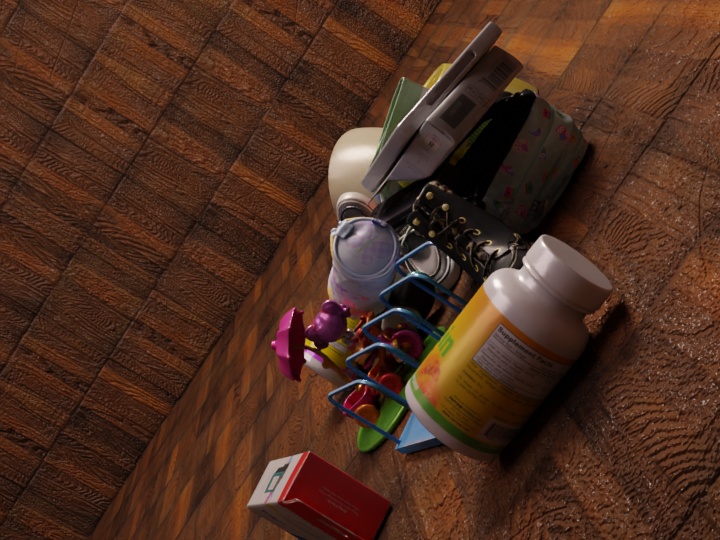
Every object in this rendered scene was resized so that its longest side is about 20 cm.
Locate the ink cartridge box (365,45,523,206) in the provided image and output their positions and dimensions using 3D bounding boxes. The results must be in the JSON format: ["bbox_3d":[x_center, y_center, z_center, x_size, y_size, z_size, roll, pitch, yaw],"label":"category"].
[{"bbox_3d":[0.098,-0.159,1.395,0.163,0.057,0.200,-50,-5,-34],"label":"ink cartridge box"}]

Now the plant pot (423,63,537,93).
[{"bbox_3d":[0.156,-0.236,1.799,0.200,0.142,0.200,-55,11,15],"label":"plant pot"}]

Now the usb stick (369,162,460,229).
[{"bbox_3d":[0.062,-0.082,1.418,0.056,0.033,0.200,-64,16,-21],"label":"usb stick"}]

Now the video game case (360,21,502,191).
[{"bbox_3d":[0.082,-0.192,1.404,0.182,0.023,0.200,-49,0,-18],"label":"video game case"}]

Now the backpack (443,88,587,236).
[{"bbox_3d":[0.177,-0.116,1.412,0.200,0.126,0.167,-57,22,-3],"label":"backpack"}]

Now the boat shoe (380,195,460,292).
[{"bbox_3d":[0.072,-0.047,1.638,0.072,0.071,0.200,-44,44,14],"label":"boat shoe"}]

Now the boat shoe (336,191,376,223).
[{"bbox_3d":[0.009,-0.022,1.819,0.074,0.200,0.093,-9,41,21],"label":"boat shoe"}]

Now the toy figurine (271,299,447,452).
[{"bbox_3d":[-0.018,0.105,1.498,0.200,0.184,0.150,-53,12,22],"label":"toy figurine"}]

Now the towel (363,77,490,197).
[{"bbox_3d":[0.109,-0.150,1.559,0.023,0.199,0.153,21,92,60],"label":"towel"}]

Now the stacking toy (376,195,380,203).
[{"bbox_3d":[0.093,-0.061,1.740,0.110,0.116,0.200,-28,39,15],"label":"stacking toy"}]

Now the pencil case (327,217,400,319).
[{"bbox_3d":[0.000,0.000,1.491,0.200,0.090,0.083,95,-161,-72],"label":"pencil case"}]

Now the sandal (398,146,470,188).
[{"bbox_3d":[0.143,-0.115,1.531,0.199,0.087,0.079,-16,16,-16],"label":"sandal"}]

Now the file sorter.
[{"bbox_3d":[0.069,0.086,1.330,0.200,0.122,0.139,-62,12,-23],"label":"file sorter"}]

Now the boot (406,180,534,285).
[{"bbox_3d":[0.116,-0.024,1.230,0.074,0.153,0.204,-58,-5,15],"label":"boot"}]

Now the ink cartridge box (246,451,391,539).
[{"bbox_3d":[-0.044,0.268,1.337,0.067,0.116,0.200,-61,12,-21],"label":"ink cartridge box"}]

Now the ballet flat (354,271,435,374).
[{"bbox_3d":[0.047,0.083,1.613,0.200,0.068,0.069,125,161,-47],"label":"ballet flat"}]

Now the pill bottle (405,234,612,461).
[{"bbox_3d":[0.140,0.069,1.084,0.200,0.111,0.111,-54,11,18],"label":"pill bottle"}]

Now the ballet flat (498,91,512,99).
[{"bbox_3d":[0.179,-0.156,1.662,0.201,0.068,0.068,-66,17,11],"label":"ballet flat"}]

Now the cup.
[{"bbox_3d":[0.066,-0.146,1.908,0.143,0.200,0.201,-8,43,38],"label":"cup"}]

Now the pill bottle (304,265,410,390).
[{"bbox_3d":[-0.005,0.072,1.748,0.200,0.104,0.104,-58,11,-1],"label":"pill bottle"}]
